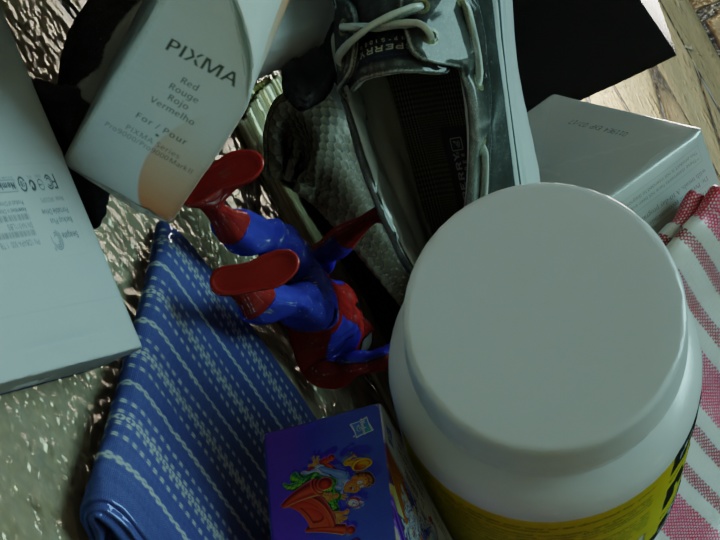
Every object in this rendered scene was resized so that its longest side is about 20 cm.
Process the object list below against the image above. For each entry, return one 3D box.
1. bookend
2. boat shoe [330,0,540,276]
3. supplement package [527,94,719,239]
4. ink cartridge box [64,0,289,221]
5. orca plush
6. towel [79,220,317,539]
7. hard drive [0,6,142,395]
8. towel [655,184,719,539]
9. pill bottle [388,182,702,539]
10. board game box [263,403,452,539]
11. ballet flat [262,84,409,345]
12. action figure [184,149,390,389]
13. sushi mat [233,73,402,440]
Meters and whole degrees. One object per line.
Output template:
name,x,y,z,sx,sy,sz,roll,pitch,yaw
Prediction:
bookend,0.087,-0.119,1.140,0.199,0.200,0.092,40,30,-55
boat shoe,0.024,-0.087,0.813,0.071,0.072,0.201,-43,116,-59
supplement package,0.118,0.035,0.989,0.114,0.109,0.200,21,-40,55
ink cartridge box,-0.021,-0.132,0.697,0.050,0.200,0.162,30,50,-13
orca plush,-0.072,-0.082,0.821,0.105,0.071,0.200,40,46,-16
towel,-0.048,0.083,0.759,0.145,0.024,0.200,57,16,-23
hard drive,-0.139,-0.058,0.653,0.200,0.025,0.132,67,16,3
towel,0.139,0.080,0.927,0.146,0.200,0.030,43,-14,-34
pill bottle,0.069,0.047,0.777,0.200,0.114,0.115,75,-3,-71
board game box,0.023,0.162,0.752,0.200,0.045,0.135,63,15,-47
ballet flat,0.007,0.004,0.957,0.067,0.046,0.200,20,-38,56
action figure,0.000,0.000,0.856,0.200,0.099,0.065,60,11,-72
sushi mat,-0.006,0.000,1.012,0.200,0.012,0.096,62,17,-15
